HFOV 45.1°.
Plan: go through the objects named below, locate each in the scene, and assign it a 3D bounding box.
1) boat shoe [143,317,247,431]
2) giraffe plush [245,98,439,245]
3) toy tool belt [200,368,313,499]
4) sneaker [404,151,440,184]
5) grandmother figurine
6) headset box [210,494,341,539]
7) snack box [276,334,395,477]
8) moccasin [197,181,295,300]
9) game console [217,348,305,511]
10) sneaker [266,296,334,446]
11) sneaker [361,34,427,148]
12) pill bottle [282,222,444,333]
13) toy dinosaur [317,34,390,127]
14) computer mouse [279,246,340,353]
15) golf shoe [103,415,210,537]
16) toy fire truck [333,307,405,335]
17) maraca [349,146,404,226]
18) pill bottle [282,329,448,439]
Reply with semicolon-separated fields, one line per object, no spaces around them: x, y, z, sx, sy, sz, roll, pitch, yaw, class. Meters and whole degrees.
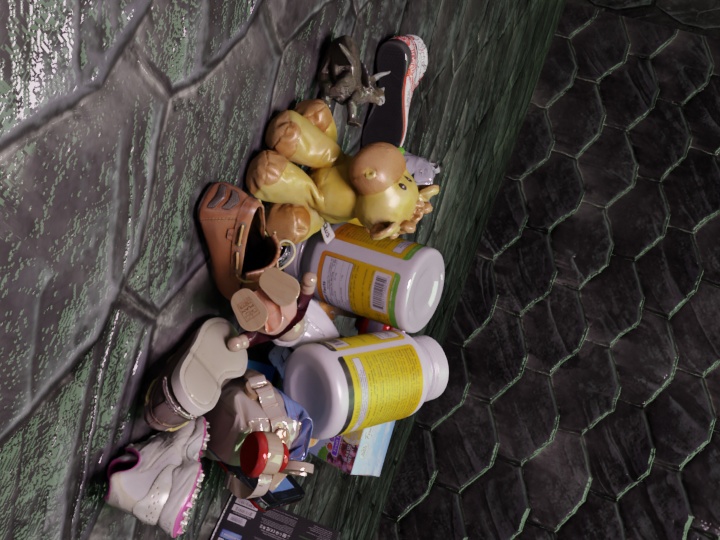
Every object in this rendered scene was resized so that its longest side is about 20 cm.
-0.171;0.107;0.915;0.059;0.072;0.200;-33;-170;14;boat shoe
-0.007;-0.091;0.988;0.200;0.161;0.174;52;56;-48;giraffe plush
-0.102;0.181;0.966;0.122;0.199;0.126;14;92;-33;toy tool belt
0.051;-0.128;1.382;0.076;0.114;0.201;93;20;-46;sneaker
-0.092;0.051;0.946;0.120;0.061;0.200;-29;168;-1;grandmother figurine
-0.119;0.431;1.301;0.201;0.172;0.093;89;23;-58;headset box
-0.036;0.181;1.246;0.067;0.199;0.171;17;88;-43;snack box
-0.117;-0.018;0.932;0.202;0.077;0.074;90;23;-53;moccasin
-0.119;0.210;1.151;0.119;0.172;0.200;-44;165;1;game console
-0.085;0.137;1.182;0.076;0.087;0.203;39;53;-74;sneaker
0.058;-0.262;1.339;0.108;0.067;0.203;-46;148;-57;sneaker
0.000;0.000;1.133;0.111;0.198;0.112;-37;136;-47;pill bottle
-0.024;-0.243;1.070;0.200;0.076;0.104;50;47;-69;toy dinosaur
-0.073;0.062;1.088;0.200;0.044;0.110;52;51;-33;computer mouse
-0.204;0.190;0.880;0.200;0.091;0.076;-119;-133;-77;golf shoe
-0.008;0.059;1.246;0.200;0.140;0.049;-141;-110;-84;toy fire truck
0.005;-0.103;1.206;0.137;0.107;0.200;-43;172;-23;maraca
0.012;0.135;1.073;0.198;0.112;0.114;-6;118;-40;pill bottle
